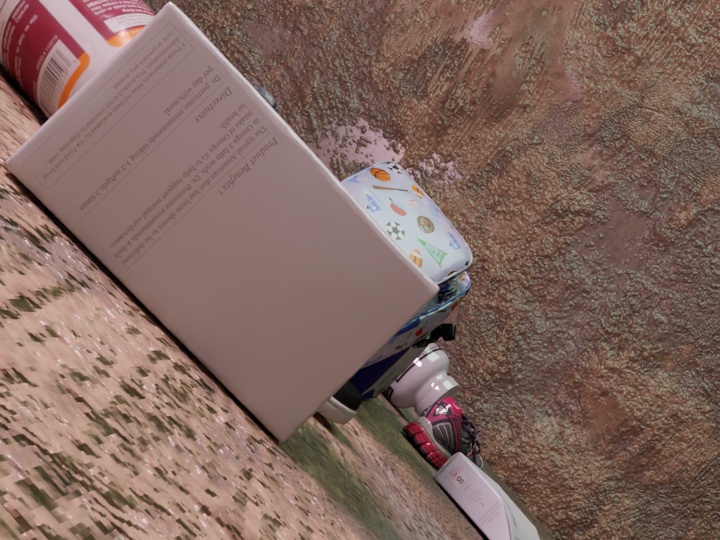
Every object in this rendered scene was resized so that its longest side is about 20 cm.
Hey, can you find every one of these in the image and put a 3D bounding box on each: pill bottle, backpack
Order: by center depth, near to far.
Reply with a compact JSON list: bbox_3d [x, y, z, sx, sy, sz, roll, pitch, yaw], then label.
[{"bbox_3d":[-0.223,-0.183,0.686,0.200,0.114,0.114,47,0,19],"label":"pill bottle"},{"bbox_3d":[0.000,0.000,0.868,0.200,0.190,0.154,47,-40,14],"label":"backpack"},{"bbox_3d":[0.058,0.131,1.388,0.200,0.112,0.112,47,0,21],"label":"pill bottle"}]

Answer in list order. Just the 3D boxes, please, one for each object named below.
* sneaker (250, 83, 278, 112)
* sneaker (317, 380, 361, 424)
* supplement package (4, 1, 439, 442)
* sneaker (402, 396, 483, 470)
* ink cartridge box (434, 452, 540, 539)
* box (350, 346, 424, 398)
[{"bbox_3d":[-0.137,-0.183,1.084,0.074,0.081,0.200,47,2,-32],"label":"sneaker"},{"bbox_3d":[-0.045,0.008,0.666,0.200,0.112,0.073,47,0,3],"label":"sneaker"},{"bbox_3d":[-0.072,-0.027,0.502,0.200,0.117,0.117,47,-1,-11],"label":"supplement package"},{"bbox_3d":[0.128,0.231,1.186,0.081,0.075,0.200,46,-2,34],"label":"sneaker"},{"bbox_3d":[0.182,0.307,1.017,0.200,0.057,0.163,41,-4,35],"label":"ink cartridge box"},{"bbox_3d":[-0.023,0.045,1.062,0.200,0.105,0.184,47,0,10],"label":"box"}]
